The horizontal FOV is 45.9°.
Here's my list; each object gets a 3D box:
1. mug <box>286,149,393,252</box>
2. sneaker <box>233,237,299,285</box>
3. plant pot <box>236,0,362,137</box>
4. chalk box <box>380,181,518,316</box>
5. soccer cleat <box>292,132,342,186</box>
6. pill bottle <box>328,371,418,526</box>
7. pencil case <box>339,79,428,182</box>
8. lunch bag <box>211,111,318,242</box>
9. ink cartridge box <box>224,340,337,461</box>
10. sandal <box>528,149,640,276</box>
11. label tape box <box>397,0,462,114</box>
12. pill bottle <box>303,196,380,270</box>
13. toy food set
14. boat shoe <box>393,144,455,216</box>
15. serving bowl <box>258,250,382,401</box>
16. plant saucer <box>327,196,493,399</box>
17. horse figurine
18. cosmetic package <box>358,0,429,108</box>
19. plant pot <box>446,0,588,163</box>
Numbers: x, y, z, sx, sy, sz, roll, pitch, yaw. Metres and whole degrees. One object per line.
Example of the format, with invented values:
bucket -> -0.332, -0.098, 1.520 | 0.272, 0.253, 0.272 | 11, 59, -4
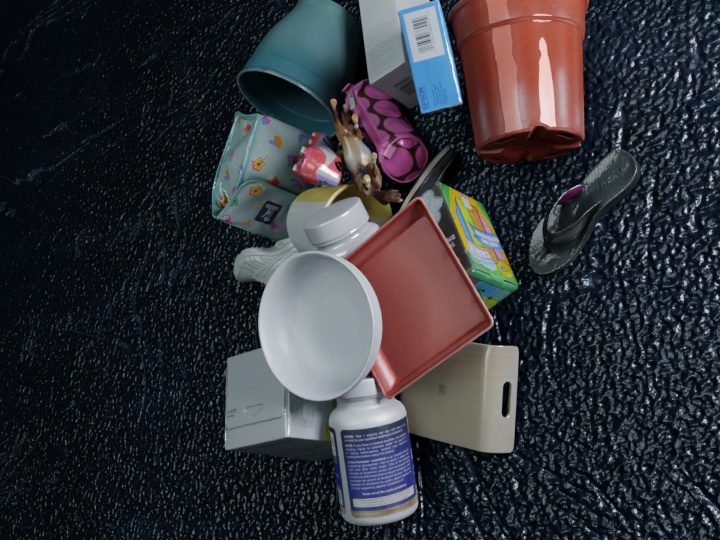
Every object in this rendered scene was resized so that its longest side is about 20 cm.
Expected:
mug -> -0.035, -0.088, 1.414 | 0.187, 0.150, 0.152 | -49, 32, -19
sneaker -> -0.159, 0.006, 1.532 | 0.198, 0.077, 0.101 | -17, 69, 41
plant pot -> -0.089, -0.370, 1.511 | 0.198, 0.200, 0.190 | 11, 69, 45
chalk box -> 0.133, 0.000, 1.218 | 0.124, 0.123, 0.202 | -36, 56, 29
soccer cleat -> -0.059, -0.172, 1.357 | 0.067, 0.076, 0.200 | -61, 4, 15
pill bottle -> 0.015, 0.249, 1.219 | 0.115, 0.115, 0.204 | -5, 94, 42
pencil case -> 0.036, -0.231, 1.387 | 0.091, 0.093, 0.201 | -43, 44, 13
lunch bag -> -0.164, -0.161, 1.519 | 0.121, 0.169, 0.203 | 14, 87, 52
ink cartridge box -> -0.092, 0.206, 1.314 | 0.144, 0.199, 0.147 | -19, 65, 38
sandal -> 0.288, -0.082, 1.145 | 0.201, 0.048, 0.076 | -53, 48, 17
label tape box -> 0.107, -0.308, 1.255 | 0.065, 0.200, 0.146 | -13, 98, 8
pill bottle -> 0.000, 0.000, 1.282 | 0.113, 0.114, 0.202 | -11, 112, 41
toy food set -> 0.135, 0.169, 1.218 | 0.198, 0.060, 0.146 | 4, 91, 46
boat shoe -> 0.100, -0.102, 1.342 | 0.062, 0.073, 0.201 | 33, 97, 0
serving bowl -> -0.047, 0.074, 1.172 | 0.198, 0.065, 0.204 | 2, 93, 34
plant saucer -> 0.066, 0.039, 1.155 | 0.199, 0.036, 0.201 | -39, 71, 28
horse figurine -> 0.001, -0.176, 1.299 | 0.049, 0.133, 0.202 | -25, 79, -3
cosmetic package -> 0.066, -0.389, 1.412 | 0.081, 0.112, 0.203 | -25, 59, 35
plant pot -> 0.225, -0.263, 1.176 | 0.199, 0.199, 0.199 | -12, 78, 41
